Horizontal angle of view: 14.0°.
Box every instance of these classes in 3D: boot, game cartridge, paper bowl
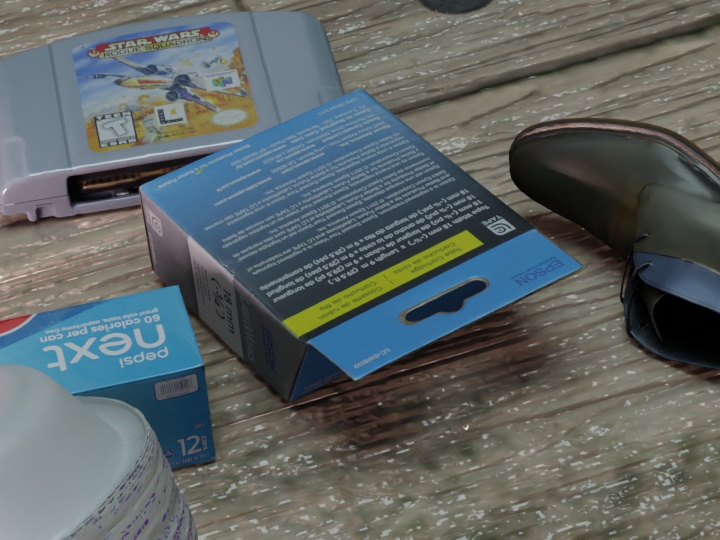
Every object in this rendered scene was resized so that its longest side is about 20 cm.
[{"bbox_3d":[0.147,-0.015,1.491,0.199,0.075,0.097,20,42,25],"label":"boot"},{"bbox_3d":[-0.109,-0.091,1.643,0.199,0.042,0.133,-10,44,-6],"label":"game cartridge"},{"bbox_3d":[-0.180,0.116,1.290,0.200,0.105,0.201,-21,20,8],"label":"paper bowl"}]

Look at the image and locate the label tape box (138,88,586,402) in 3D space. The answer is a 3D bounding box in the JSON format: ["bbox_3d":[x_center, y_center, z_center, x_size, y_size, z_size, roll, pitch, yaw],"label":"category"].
[{"bbox_3d":[0.000,0.000,1.496,0.144,0.063,0.200,-25,43,-24],"label":"label tape box"}]

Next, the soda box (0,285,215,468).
[{"bbox_3d":[-0.176,0.069,1.431,0.199,0.064,0.068,-11,40,-9],"label":"soda box"}]
